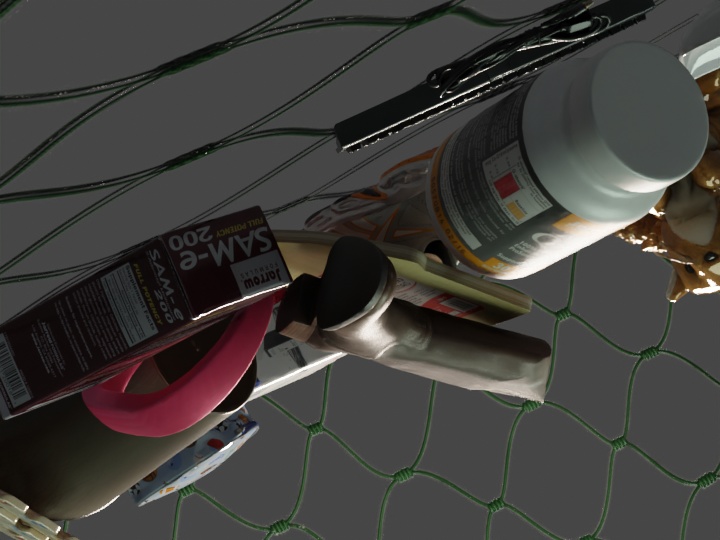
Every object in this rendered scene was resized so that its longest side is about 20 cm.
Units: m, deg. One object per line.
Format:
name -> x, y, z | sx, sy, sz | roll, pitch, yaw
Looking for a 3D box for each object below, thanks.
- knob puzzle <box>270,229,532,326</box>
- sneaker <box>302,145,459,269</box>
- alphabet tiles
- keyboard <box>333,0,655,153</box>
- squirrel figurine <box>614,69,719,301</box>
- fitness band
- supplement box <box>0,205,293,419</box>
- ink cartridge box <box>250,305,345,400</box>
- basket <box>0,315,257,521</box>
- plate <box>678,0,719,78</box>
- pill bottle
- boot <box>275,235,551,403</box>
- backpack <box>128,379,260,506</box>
knob puzzle -> 0.000, 0.000, 1.447 | 0.218, 0.031, 0.220 | 13, 163, 4
sneaker -> 0.028, -0.024, 1.511 | 0.075, 0.093, 0.200 | -22, 176, -35
alphabet tiles -> -0.313, 0.182, 1.615 | 0.195, 0.200, 0.015 | 14, -112, 41
keyboard -> 0.077, -0.114, 1.147 | 0.199, 0.021, 0.127 | -25, 176, -2
squirrel figurine -> 0.293, -0.070, 1.818 | 0.141, 0.188, 0.200 | -24, 176, 1
fitness band -> -0.127, 0.053, 1.424 | 0.144, 0.037, 0.199 | -51, -158, -21
supplement box -> -0.154, 0.029, 1.335 | 0.199, 0.061, 0.109 | -26, 177, 36
ink cartridge box -> -0.125, 0.103, 2.357 | 0.199, 0.084, 0.144 | -21, 174, -33
basket -> -0.186, 0.100, 1.623 | 0.199, 0.137, 0.180 | -32, 177, 38
plate -> 0.309, -0.194, 1.413 | 0.198, 0.033, 0.200 | -24, 176, 7
pill bottle -> 0.136, -0.074, 1.342 | 0.116, 0.117, 0.200 | -22, 176, -32
boot -> 0.060, 0.042, 1.378 | 0.199, 0.065, 0.186 | 19, 168, -17
backpack -> -0.190, 0.142, 2.088 | 0.199, 0.155, 0.190 | -29, -175, 24
